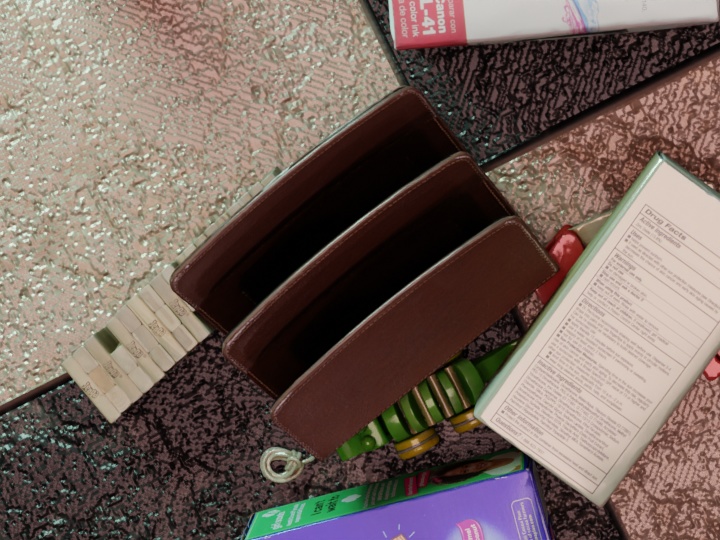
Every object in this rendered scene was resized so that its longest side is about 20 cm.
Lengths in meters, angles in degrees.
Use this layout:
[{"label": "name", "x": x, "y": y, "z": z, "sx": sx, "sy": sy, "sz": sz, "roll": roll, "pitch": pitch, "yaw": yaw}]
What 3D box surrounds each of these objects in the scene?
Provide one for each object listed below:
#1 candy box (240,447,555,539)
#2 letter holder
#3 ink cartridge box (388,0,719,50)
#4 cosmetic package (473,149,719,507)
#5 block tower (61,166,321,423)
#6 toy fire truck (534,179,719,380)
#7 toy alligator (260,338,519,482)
[{"label": "candy box", "x": 0.038, "y": 0.225, "z": 1.394, "sx": 0.199, "sy": 0.077, "sz": 0.170, "roll": -15, "pitch": 96, "yaw": 5}, {"label": "letter holder", "x": 0.000, "y": 0.000, "z": 1.319, "sx": 0.200, "sy": 0.142, "sz": 0.101, "roll": -39, "pitch": 54, "yaw": 4}, {"label": "ink cartridge box", "x": 0.119, "y": -0.186, "z": 1.307, "sx": 0.199, "sy": 0.148, "sz": 0.086, "roll": -3, "pitch": 96, "yaw": 6}, {"label": "cosmetic package", "x": 0.169, "y": 0.035, "z": 1.314, "sx": 0.105, "sy": 0.071, "sz": 0.200, "roll": 37, "pitch": 100, "yaw": 0}, {"label": "block tower", "x": -0.106, "y": 0.012, "z": 1.395, "sx": 0.200, "sy": 0.054, "sz": 0.058, "roll": -41, "pitch": 92, "yaw": 7}, {"label": "toy fire truck", "x": 0.223, "y": -0.009, "z": 1.366, "sx": 0.200, "sy": 0.049, "sz": 0.141, "roll": -39, "pitch": 92, "yaw": 8}, {"label": "toy alligator", "x": 0.020, "y": 0.098, "z": 1.392, "sx": 0.199, "sy": 0.054, "sz": 0.060, "roll": -26, "pitch": 93, "yaw": 7}]
